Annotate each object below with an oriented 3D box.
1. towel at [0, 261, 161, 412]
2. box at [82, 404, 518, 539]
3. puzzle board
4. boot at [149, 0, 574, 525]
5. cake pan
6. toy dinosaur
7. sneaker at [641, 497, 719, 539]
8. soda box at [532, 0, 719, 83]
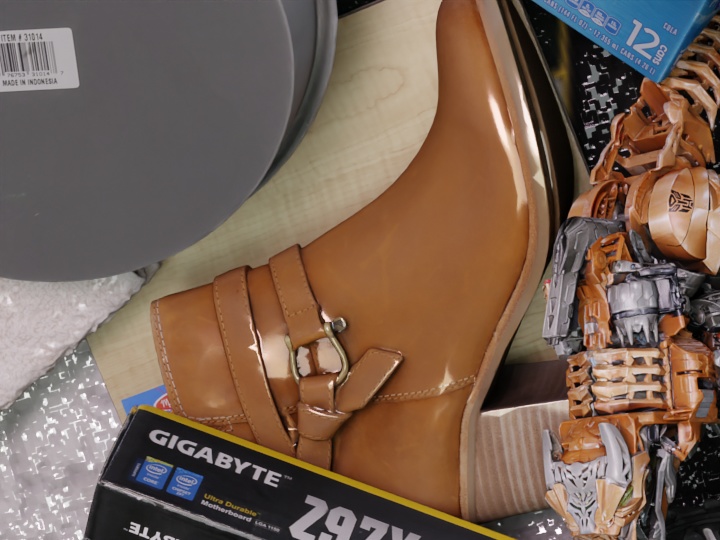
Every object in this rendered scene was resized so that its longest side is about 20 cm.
[{"bbox_3d":[-0.182,0.011,0.991,0.200,0.034,0.133,-42,90,18],"label":"towel"},{"bbox_3d":[-0.010,0.149,0.959,0.200,0.049,0.160,19,130,4],"label":"box"},{"bbox_3d":[-0.012,-0.011,0.983,0.200,0.017,0.151,-21,97,11],"label":"puzzle board"},{"bbox_3d":[0.000,0.000,0.940,0.154,0.074,0.201,-6,97,13],"label":"boot"},{"bbox_3d":[-0.108,-0.076,0.881,0.200,0.037,0.201,0,125,1],"label":"cake pan"},{"bbox_3d":[0.114,0.003,0.894,0.136,0.102,0.200,32,79,-39],"label":"toy dinosaur"},{"bbox_3d":[0.172,0.134,0.924,0.200,0.074,0.079,14,113,-24],"label":"sneaker"},{"bbox_3d":[0.045,-0.155,0.903,0.200,0.064,0.068,34,138,7],"label":"soda box"}]
